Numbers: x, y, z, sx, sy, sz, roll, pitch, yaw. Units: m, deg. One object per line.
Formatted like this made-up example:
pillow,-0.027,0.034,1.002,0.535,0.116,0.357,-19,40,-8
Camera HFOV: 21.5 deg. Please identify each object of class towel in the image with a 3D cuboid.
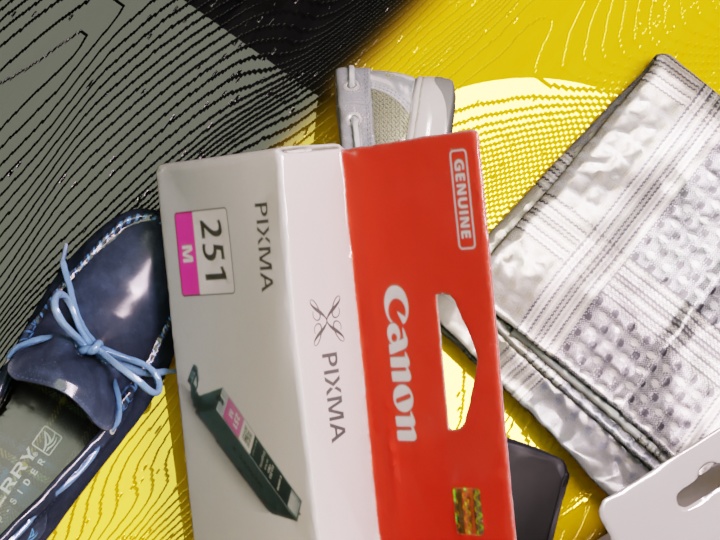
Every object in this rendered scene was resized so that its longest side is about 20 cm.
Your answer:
towel,0.162,0.017,0.959,0.193,0.035,0.200,42,78,-1

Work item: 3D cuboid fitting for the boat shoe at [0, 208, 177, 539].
boat shoe,-0.132,0.062,0.885,0.084,0.069,0.200,24,78,-5

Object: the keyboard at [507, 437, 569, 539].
keyboard,0.029,0.172,0.919,0.104,0.040,0.200,22,79,-25

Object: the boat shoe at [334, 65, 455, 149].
boat shoe,0.000,-0.001,0.918,0.065,0.074,0.202,11,80,4

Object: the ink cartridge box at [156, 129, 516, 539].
ink cartridge box,-0.014,0.044,0.835,0.044,0.174,0.200,-7,92,-41

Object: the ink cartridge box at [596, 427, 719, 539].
ink cartridge box,0.183,0.160,0.897,0.116,0.068,0.200,-30,104,-13
